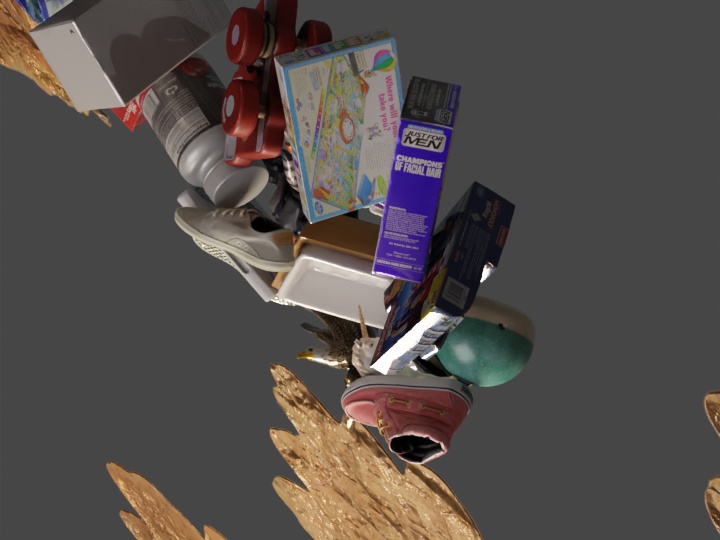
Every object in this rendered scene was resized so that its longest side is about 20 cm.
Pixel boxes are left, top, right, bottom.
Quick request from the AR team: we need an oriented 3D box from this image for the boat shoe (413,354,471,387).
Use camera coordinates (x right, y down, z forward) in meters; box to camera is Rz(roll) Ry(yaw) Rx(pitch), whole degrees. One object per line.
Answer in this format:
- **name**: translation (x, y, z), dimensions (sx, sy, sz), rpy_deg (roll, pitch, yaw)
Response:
- **boat shoe**: translation (0.073, 0.098, 1.853), dimensions (0.199, 0.066, 0.075), rpy_deg (42, 150, 7)

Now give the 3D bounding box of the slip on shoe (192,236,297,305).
- **slip on shoe**: translation (-0.156, -0.022, 2.012), dimensions (0.200, 0.061, 0.074), rpy_deg (34, 118, -2)

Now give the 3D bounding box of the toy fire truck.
- **toy fire truck**: translation (-0.119, -0.226, 1.616), dimensions (0.168, 0.112, 0.201), rpy_deg (3, 88, 63)

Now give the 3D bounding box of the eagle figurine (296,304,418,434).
- **eagle figurine**: translation (-0.023, 0.103, 1.943), dimensions (0.151, 0.200, 0.152), rpy_deg (24, 125, -35)

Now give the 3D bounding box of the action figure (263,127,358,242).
- **action figure**: translation (-0.093, -0.115, 1.774), dimensions (0.200, 0.105, 0.194), rpy_deg (33, 139, 20)

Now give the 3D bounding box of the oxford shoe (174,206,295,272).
- **oxford shoe**: translation (-0.154, -0.054, 1.698), dimensions (0.200, 0.075, 0.058), rpy_deg (23, 111, 38)

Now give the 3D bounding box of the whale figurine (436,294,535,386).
- **whale figurine**: translation (0.138, 0.098, 1.719), dimensions (0.159, 0.104, 0.200), rpy_deg (20, 163, -13)

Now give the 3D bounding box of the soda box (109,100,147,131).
- **soda box**: translation (-0.296, -0.275, 1.869), dimensions (0.070, 0.063, 0.200), rpy_deg (46, 151, 1)

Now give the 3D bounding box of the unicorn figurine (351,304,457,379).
- **unicorn figurine**: translation (0.061, 0.147, 1.770), dimensions (0.137, 0.074, 0.200), rpy_deg (9, 139, 14)

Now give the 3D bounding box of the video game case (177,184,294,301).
- **video game case**: translation (-0.160, -0.057, 1.871), dimensions (0.022, 0.200, 0.182), rpy_deg (-39, 96, 16)

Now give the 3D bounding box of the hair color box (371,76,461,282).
- **hair color box**: translation (0.063, -0.101, 1.516), dimensions (0.065, 0.109, 0.200), rpy_deg (10, 124, 3)

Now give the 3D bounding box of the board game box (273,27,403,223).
- **board game box**: translation (-0.015, -0.164, 1.552), dimensions (0.034, 0.134, 0.200), rpy_deg (-124, 21, -56)

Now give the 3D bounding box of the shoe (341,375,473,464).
- **shoe**: translation (0.042, 0.186, 1.695), dimensions (0.200, 0.091, 0.072), rpy_deg (-6, 131, 40)

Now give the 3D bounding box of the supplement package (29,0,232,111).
- **supplement package**: translation (-0.282, -0.302, 1.681), dimensions (0.120, 0.200, 0.121), rpy_deg (3, 129, 50)

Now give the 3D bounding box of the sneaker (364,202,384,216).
- **sneaker**: translation (0.005, -0.148, 1.637), dimensions (0.200, 0.081, 0.083), rpy_deg (47, 138, -8)

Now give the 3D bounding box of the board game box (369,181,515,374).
- **board game box**: translation (0.084, 0.029, 1.580), dimensions (0.062, 0.200, 0.200), rpy_deg (30, 140, -10)

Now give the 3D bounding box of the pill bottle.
- **pill bottle**: translation (-0.202, -0.179, 1.763), dimensions (0.200, 0.111, 0.111), rpy_deg (56, 155, 24)

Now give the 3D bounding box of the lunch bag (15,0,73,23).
- **lunch bag**: translation (-0.385, -0.433, 1.682), dimensions (0.127, 0.170, 0.200), rpy_deg (11, 137, 45)

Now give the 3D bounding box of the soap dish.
- **soap dish**: translation (0.000, 0.000, 1.743), dimensions (0.199, 0.081, 0.157), rpy_deg (15, 152, -10)
